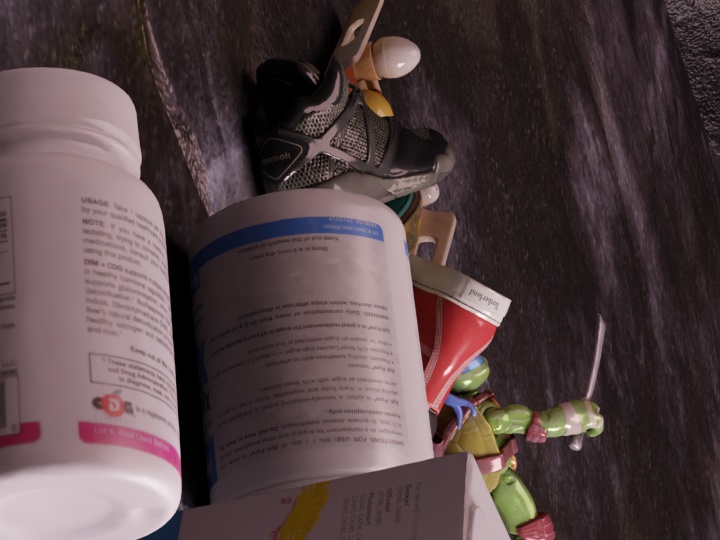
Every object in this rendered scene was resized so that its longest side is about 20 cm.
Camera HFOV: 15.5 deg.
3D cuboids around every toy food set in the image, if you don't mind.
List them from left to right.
[{"bbox_3d":[0.029,-0.096,1.990,0.144,0.060,0.200,-72,146,-62],"label":"toy food set"}]

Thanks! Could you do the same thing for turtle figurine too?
[{"bbox_3d":[0.116,0.135,1.952,0.200,0.144,0.194,-55,138,-74],"label":"turtle figurine"}]

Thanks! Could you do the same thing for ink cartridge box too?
[{"bbox_3d":[-0.018,0.205,1.312,0.146,0.200,0.147,-84,155,-50],"label":"ink cartridge box"}]

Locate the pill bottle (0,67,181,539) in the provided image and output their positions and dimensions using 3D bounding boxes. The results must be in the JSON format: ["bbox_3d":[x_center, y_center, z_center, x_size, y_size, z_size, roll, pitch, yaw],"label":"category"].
[{"bbox_3d":[-0.142,0.017,1.189,0.113,0.113,0.200,49,32,-60],"label":"pill bottle"}]

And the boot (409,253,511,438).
[{"bbox_3d":[0.026,0.063,1.862,0.144,0.072,0.200,-62,-165,-1],"label":"boot"}]

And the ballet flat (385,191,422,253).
[{"bbox_3d":[0.000,0.000,1.804,0.200,0.071,0.071,-57,132,-62],"label":"ballet flat"}]

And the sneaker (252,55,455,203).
[{"bbox_3d":[-0.005,-0.097,1.786,0.199,0.076,0.114,-18,95,-54],"label":"sneaker"}]

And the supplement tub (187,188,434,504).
[{"bbox_3d":[-0.028,0.066,1.524,0.132,0.132,0.200,46,34,-62],"label":"supplement tub"}]
